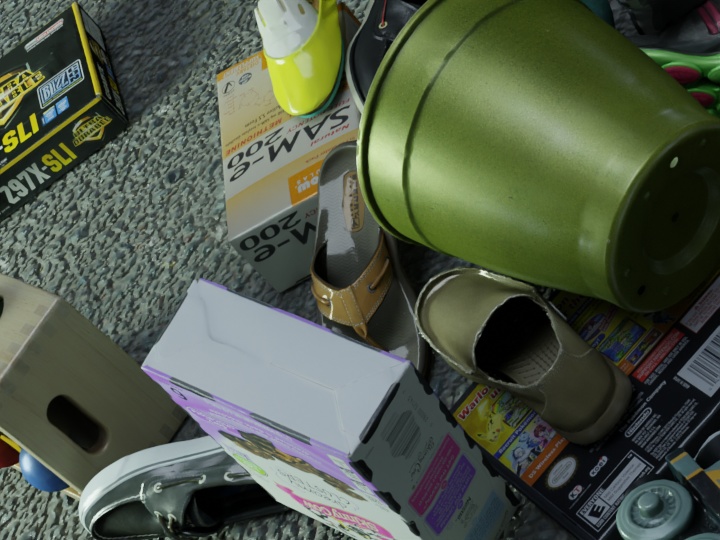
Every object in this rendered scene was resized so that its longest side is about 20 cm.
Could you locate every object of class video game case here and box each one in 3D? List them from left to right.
[{"bbox_3d":[0.168,0.067,1.420,0.200,0.026,0.181,-48,39,-4],"label":"video game case"}]

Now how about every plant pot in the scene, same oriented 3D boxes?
[{"bbox_3d":[0.136,-0.070,1.416,0.193,0.200,0.200,32,79,39],"label":"plant pot"}]

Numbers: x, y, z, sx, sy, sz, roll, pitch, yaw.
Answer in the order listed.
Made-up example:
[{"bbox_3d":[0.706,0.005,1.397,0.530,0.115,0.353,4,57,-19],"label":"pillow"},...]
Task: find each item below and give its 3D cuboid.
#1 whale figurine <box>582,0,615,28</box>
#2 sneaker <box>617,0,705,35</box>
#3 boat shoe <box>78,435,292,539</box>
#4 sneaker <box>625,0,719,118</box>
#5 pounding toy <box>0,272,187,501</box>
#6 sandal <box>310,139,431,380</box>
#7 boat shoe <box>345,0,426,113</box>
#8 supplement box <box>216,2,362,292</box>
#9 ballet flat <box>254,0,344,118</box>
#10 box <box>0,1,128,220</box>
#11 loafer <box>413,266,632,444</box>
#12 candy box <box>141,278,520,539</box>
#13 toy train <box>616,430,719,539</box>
[{"bbox_3d":[0.109,-0.130,1.606,0.200,0.104,0.159,-58,5,15],"label":"whale figurine"},{"bbox_3d":[0.223,-0.225,1.524,0.115,0.200,0.075,-24,81,11],"label":"sneaker"},{"bbox_3d":[-0.114,0.156,1.555,0.200,0.069,0.057,-21,44,23],"label":"boat shoe"},{"bbox_3d":[0.251,-0.154,1.516,0.200,0.077,0.084,-9,43,23],"label":"sneaker"},{"bbox_3d":[-0.276,0.087,1.653,0.184,0.200,0.142,17,68,48],"label":"pounding toy"},{"bbox_3d":[0.000,0.000,1.555,0.082,0.055,0.200,-10,75,22],"label":"sandal"},{"bbox_3d":[0.038,-0.176,1.698,0.063,0.074,0.201,-42,23,37],"label":"boat shoe"},{"bbox_3d":[-0.038,-0.097,1.710,0.126,0.074,0.200,-28,41,19],"label":"supplement box"},{"bbox_3d":[-0.050,-0.202,1.706,0.067,0.067,0.200,-23,41,28],"label":"ballet flat"},{"bbox_3d":[-0.309,-0.130,2.003,0.200,0.049,0.160,-35,41,12],"label":"box"},{"bbox_3d":[0.097,0.041,1.431,0.076,0.067,0.200,-51,39,-7],"label":"loafer"},{"bbox_3d":[-0.015,0.103,1.382,0.168,0.200,0.072,20,71,35],"label":"candy box"},{"bbox_3d":[0.227,0.164,1.241,0.114,0.085,0.200,-33,36,-5],"label":"toy train"}]
